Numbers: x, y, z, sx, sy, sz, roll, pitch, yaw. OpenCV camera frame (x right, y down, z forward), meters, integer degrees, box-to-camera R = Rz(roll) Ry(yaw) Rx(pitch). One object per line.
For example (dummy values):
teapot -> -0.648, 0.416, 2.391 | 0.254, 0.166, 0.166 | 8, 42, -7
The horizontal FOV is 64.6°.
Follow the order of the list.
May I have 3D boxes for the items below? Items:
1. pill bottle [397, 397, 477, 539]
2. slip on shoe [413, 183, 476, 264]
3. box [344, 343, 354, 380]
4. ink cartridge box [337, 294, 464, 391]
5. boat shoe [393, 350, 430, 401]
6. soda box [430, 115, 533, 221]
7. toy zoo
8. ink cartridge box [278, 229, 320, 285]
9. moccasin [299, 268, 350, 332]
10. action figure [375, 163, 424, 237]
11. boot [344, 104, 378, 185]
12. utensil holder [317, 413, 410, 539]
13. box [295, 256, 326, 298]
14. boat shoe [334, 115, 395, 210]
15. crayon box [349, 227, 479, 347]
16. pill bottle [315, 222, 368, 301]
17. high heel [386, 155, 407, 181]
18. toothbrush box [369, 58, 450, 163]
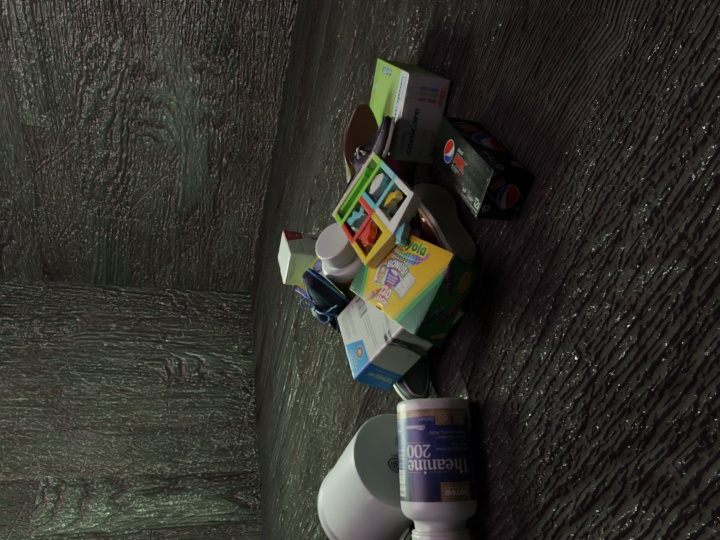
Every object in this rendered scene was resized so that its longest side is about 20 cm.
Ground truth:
pill bottle -> 0.109, 0.291, 0.815 | 0.111, 0.108, 0.206 | 136, 135, -65
slip on shoe -> 0.126, -0.070, 0.914 | 0.062, 0.072, 0.203 | 108, 153, -43
box -> 0.019, 0.127, 1.165 | 0.202, 0.097, 0.076 | -108, 27, -52
ink cartridge box -> 0.061, 0.074, 0.947 | 0.200, 0.083, 0.148 | -48, 36, 23
boat shoe -> 0.086, 0.134, 0.993 | 0.063, 0.071, 0.203 | 107, 164, -46
soda box -> 0.165, -0.150, 0.810 | 0.202, 0.062, 0.072 | -111, 31, -53
toy zoo -> 0.026, -0.093, 0.900 | 0.132, 0.020, 0.201 | -54, 35, 17
ink cartridge box -> -0.096, -0.024, 1.409 | 0.146, 0.195, 0.085 | -120, 41, -61
moccasin -> -0.057, 0.067, 1.041 | 0.068, 0.200, 0.080 | -46, 52, -4
action figure -> 0.045, -0.096, 1.016 | 0.148, 0.134, 0.200 | -41, 6, 18
boot -> 0.000, -0.218, 1.133 | 0.146, 0.068, 0.206 | -102, 15, -80
utensil holder -> 0.030, 0.365, 0.967 | 0.202, 0.165, 0.173 | 115, 153, -45
box -> -0.046, -0.007, 1.284 | 0.116, 0.048, 0.202 | 30, 83, 32
boat shoe -> 0.008, -0.183, 1.016 | 0.074, 0.059, 0.203 | -74, 6, -60
crayon box -> 0.072, 0.014, 0.839 | 0.121, 0.058, 0.199 | -62, 32, 2
pill bottle -> 0.000, 0.000, 1.072 | 0.107, 0.200, 0.111 | -20, 48, 24
high heel -> 0.063, -0.130, 1.129 | 0.097, 0.065, 0.204 | -92, 1, -51
toothbrush box -> 0.082, -0.305, 1.076 | 0.201, 0.084, 0.149 | -118, 35, -61
